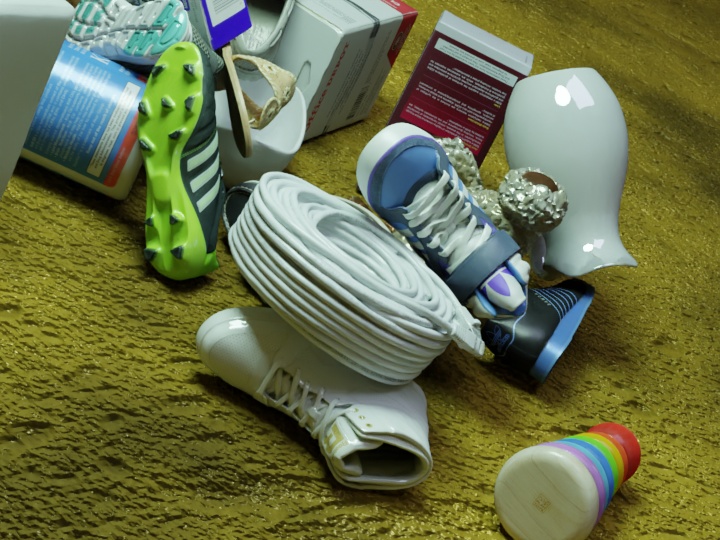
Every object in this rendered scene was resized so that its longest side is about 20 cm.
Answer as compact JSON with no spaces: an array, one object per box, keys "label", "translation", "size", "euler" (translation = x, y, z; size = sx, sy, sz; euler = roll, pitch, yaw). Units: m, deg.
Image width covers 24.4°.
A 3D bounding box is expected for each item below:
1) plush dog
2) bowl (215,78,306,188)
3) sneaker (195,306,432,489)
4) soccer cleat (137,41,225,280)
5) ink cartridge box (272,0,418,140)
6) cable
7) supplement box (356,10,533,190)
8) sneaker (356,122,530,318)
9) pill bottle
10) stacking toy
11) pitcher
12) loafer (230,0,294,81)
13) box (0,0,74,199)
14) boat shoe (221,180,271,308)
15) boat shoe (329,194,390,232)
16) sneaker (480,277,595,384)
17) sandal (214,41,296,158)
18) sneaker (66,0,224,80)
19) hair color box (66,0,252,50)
[{"label":"plush dog","translation":[0.078,-0.024,1.591],"size":[0.172,0.161,0.200],"euler":[-24,37,-38]},{"label":"bowl","translation":[-0.157,-0.156,1.639],"size":[0.200,0.075,0.200],"euler":[22,26,-10]},{"label":"sneaker","translation":[-0.031,0.100,1.280],"size":[0.200,0.074,0.116],"euler":[22,22,-15]},{"label":"soccer cleat","translation":[-0.148,-0.092,1.418],"size":[0.067,0.200,0.081],"euler":[3,1,26]},{"label":"ink cartridge box","translation":[-0.036,-0.230,1.816],"size":[0.084,0.144,0.200],"euler":[33,25,13]},{"label":"cable","translation":[-0.013,0.005,1.332],"size":[0.200,0.069,0.200],"euler":[24,21,-38]},{"label":"supplement box","translation":[0.087,-0.154,1.729],"size":[0.109,0.200,0.061],"euler":[27,21,-2]},{"label":"sneaker","translation":[0.085,-0.031,1.398],"size":[0.146,0.081,0.200],"euler":[43,-6,32]},{"label":"pill bottle","translation":[-0.276,-0.150,1.460],"size":[0.200,0.112,0.112],"euler":[24,25,-9]},{"label":"stacking toy","translation":[0.185,0.169,1.372],"size":[0.085,0.085,0.200],"euler":[37,21,19]},{"label":"pitcher","translation":[0.199,-0.091,1.668],"size":[0.121,0.200,0.172],"euler":[-8,-3,-22]},{"label":"loafer","translation":[-0.091,-0.286,1.663],"size":[0.070,0.070,0.200],"euler":[13,70,-10]},{"label":"box","translation":[-0.370,-0.162,1.286],"size":[0.171,0.200,0.199],"euler":[39,26,26]},{"label":"boat shoe","translation":[-0.070,-0.007,1.453],"size":[0.060,0.074,0.200],"euler":[4,42,-50]},{"label":"boat shoe","translation":[0.000,0.000,1.504],"size":[0.200,0.073,0.063],"euler":[45,26,23]},{"label":"sneaker","translation":[0.170,0.041,1.599],"size":[0.078,0.070,0.200],"euler":[32,22,5]},{"label":"sandal","translation":[-0.095,-0.176,1.541],"size":[0.070,0.078,0.212],"euler":[-10,31,-11]},{"label":"sneaker","translation":[-0.200,-0.201,1.517],"size":[0.200,0.078,0.091],"euler":[23,-12,48]},{"label":"hair color box","translation":[-0.206,-0.272,1.570],"size":[0.200,0.109,0.065],"euler":[10,35,39]}]
